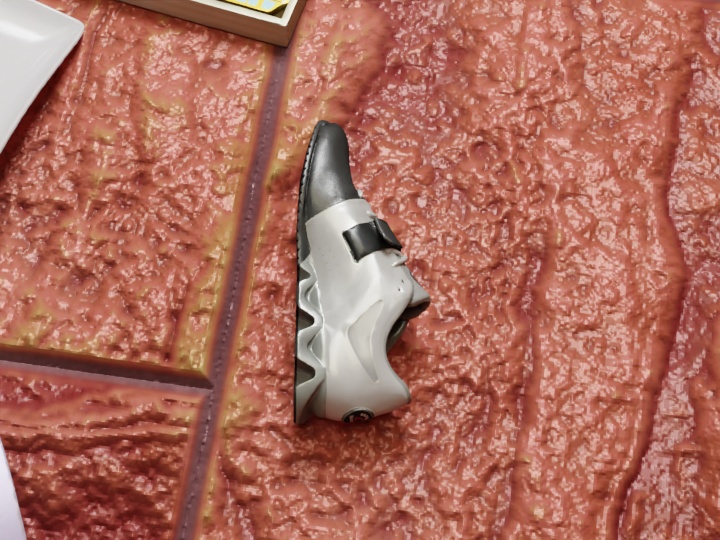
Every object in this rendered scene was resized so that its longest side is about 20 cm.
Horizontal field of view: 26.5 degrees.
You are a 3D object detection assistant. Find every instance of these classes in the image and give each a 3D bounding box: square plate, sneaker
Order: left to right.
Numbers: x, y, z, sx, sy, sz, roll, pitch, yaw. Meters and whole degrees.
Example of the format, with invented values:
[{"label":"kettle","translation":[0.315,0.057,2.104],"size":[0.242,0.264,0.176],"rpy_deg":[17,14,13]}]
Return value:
[{"label":"square plate","translation":[-0.313,-0.144,1.032],"size":[0.199,0.029,0.199],"rpy_deg":[23,44,-2]},{"label":"sneaker","translation":[0.000,0.000,0.980],"size":[0.088,0.074,0.202],"rpy_deg":[-1,73,-1]}]

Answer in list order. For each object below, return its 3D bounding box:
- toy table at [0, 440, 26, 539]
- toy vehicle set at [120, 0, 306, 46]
[{"label":"toy table","translation":[-0.255,0.151,0.849],"size":[0.116,0.185,0.201],"rpy_deg":[-9,50,-23]},{"label":"toy vehicle set","translation":[-0.126,-0.246,1.127],"size":[0.198,0.027,0.125],"rpy_deg":[16,64,8]}]
